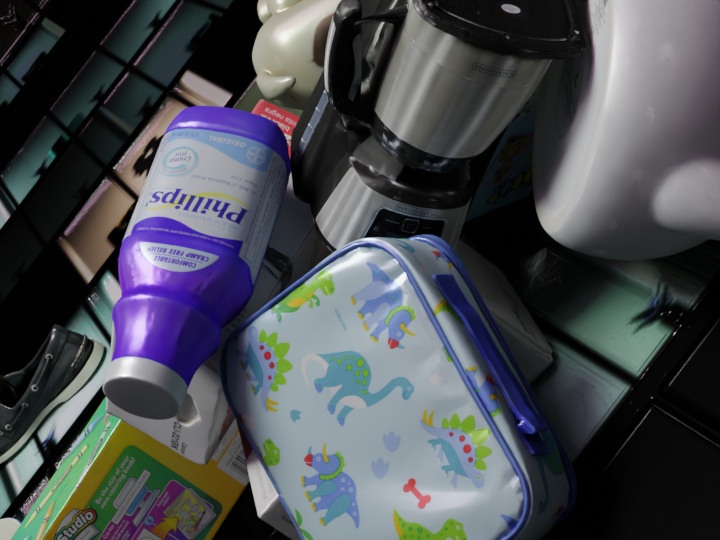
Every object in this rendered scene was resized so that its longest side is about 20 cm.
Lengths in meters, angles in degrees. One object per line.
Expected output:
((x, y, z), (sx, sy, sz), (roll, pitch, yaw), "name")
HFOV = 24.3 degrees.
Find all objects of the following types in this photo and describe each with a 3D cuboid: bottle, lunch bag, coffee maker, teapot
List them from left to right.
((-0.103, -0.007, 1.008), (0.065, 0.083, 0.200), (87, -163, -55), "bottle")
((0.023, 0.088, 0.970), (0.161, 0.200, 0.082), (-38, -17, 28), "lunch bag")
((0.047, -0.123, 1.029), (0.200, 0.135, 0.192), (-61, 2, 42), "coffee maker")
((0.190, -0.095, 0.978), (0.197, 0.146, 0.200), (146, 131, -79), "teapot")

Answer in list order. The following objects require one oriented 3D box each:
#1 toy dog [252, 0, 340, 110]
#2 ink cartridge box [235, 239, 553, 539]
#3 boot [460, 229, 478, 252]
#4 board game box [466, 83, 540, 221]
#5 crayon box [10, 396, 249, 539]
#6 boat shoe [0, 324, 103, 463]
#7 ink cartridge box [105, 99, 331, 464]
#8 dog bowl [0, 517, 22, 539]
((0.007, -0.227, 1.467), (0.200, 0.140, 0.194), (-22, 5, 32), "toy dog")
((0.017, 0.077, 1.112), (0.200, 0.084, 0.145), (-47, 24, 11), "ink cartridge box")
((0.000, 0.000, 1.272), (0.156, 0.073, 0.200), (-50, 27, 7), "boot")
((0.096, -0.147, 1.137), (0.105, 0.103, 0.200), (-22, -34, -51), "board game box")
((-0.171, 0.177, 1.268), (0.200, 0.119, 0.058), (-57, 24, -11), "crayon box")
((-0.351, 0.128, 1.726), (0.199, 0.066, 0.075), (-40, 27, 26), "boat shoe")
((-0.086, 0.009, 1.128), (0.200, 0.084, 0.144), (-60, -7, -32), "ink cartridge box")
((-0.308, 0.308, 1.383), (0.200, 0.079, 0.200), (-41, 26, 25), "dog bowl")
